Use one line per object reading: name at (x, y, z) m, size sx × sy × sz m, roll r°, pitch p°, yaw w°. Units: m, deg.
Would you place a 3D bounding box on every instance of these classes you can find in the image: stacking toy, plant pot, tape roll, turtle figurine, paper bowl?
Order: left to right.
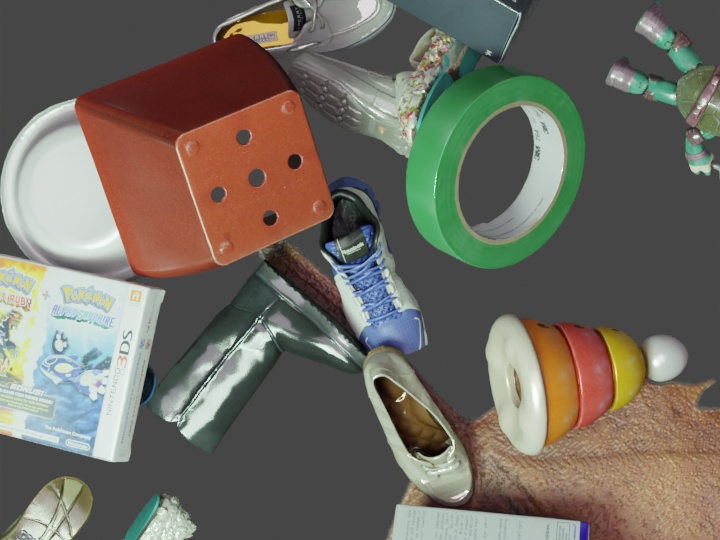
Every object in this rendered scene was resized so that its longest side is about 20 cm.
paper bowl at (-0.281, -0.083, 1.762) m, size 0.201 × 0.104 × 0.201 m, roll 0°, pitch 91°, yaw 7°
plant pot at (-0.136, -0.102, 1.646) m, size 0.200 × 0.176 × 0.200 m, roll -25°, pitch 112°, yaw -21°
tape roll at (0.137, -0.103, 1.673) m, size 0.048 × 0.200 × 0.200 m, roll 29°, pitch 97°, yaw 47°
stacking toy at (0.240, 0.102, 1.714) m, size 0.200 × 0.146 × 0.146 m, roll -10°, pitch 91°, yaw -12°
turtle figurine at (0.356, -0.179, 1.689) m, size 0.200 × 0.101 × 0.150 m, roll 34°, pitch 96°, yaw 10°

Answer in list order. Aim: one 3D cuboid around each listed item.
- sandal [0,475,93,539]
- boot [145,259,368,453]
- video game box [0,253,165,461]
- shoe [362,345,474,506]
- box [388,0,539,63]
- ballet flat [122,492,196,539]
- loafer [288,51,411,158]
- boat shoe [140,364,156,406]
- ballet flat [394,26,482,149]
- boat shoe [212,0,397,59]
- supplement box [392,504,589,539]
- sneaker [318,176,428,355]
sandal at (-0.368, 0.306, 1.816) m, size 0.080 × 0.054 × 0.200 m, roll 43°, pitch 82°, yaw -2°
boot at (-0.108, 0.115, 1.766) m, size 0.165 × 0.066 × 0.200 m, roll 41°, pitch 93°, yaw 12°
video game box at (-0.315, 0.087, 1.714) m, size 0.200 × 0.047 × 0.182 m, roll 11°, pitch 87°, yaw 17°
shoe at (0.059, 0.171, 1.729) m, size 0.070 × 0.053 × 0.200 m, roll -29°, pitch 109°, yaw 5°
box at (0.107, -0.343, 1.671) m, size 0.200 × 0.104 × 0.182 m, roll 30°, pitch 69°, yaw 5°
ballet flat at (-0.250, 0.330, 1.794) m, size 0.072 × 0.072 × 0.200 m, roll 41°, pitch 96°, yaw 4°
loafer at (0.020, -0.178, 1.747) m, size 0.200 × 0.070 × 0.070 m, roll 29°, pitch 59°, yaw 4°
boat shoe at (-0.318, 0.113, 1.769) m, size 0.200 × 0.069 × 0.084 m, roll 3°, pitch 79°, yaw 18°
ballet flat at (0.074, -0.198, 1.702) m, size 0.064 × 0.076 × 0.200 m, roll 12°, pitch 51°, yaw 26°
boat shoe at (-0.060, -0.261, 1.745) m, size 0.200 × 0.070 × 0.071 m, roll -11°, pitch 91°, yaw 7°
supplement box at (0.130, 0.313, 1.710) m, size 0.200 × 0.101 × 0.103 m, roll 4°, pitch 58°, yaw 6°
sneaker at (0.000, -0.001, 1.725) m, size 0.081 × 0.115 × 0.199 m, roll -20°, pitch 90°, yaw 8°
